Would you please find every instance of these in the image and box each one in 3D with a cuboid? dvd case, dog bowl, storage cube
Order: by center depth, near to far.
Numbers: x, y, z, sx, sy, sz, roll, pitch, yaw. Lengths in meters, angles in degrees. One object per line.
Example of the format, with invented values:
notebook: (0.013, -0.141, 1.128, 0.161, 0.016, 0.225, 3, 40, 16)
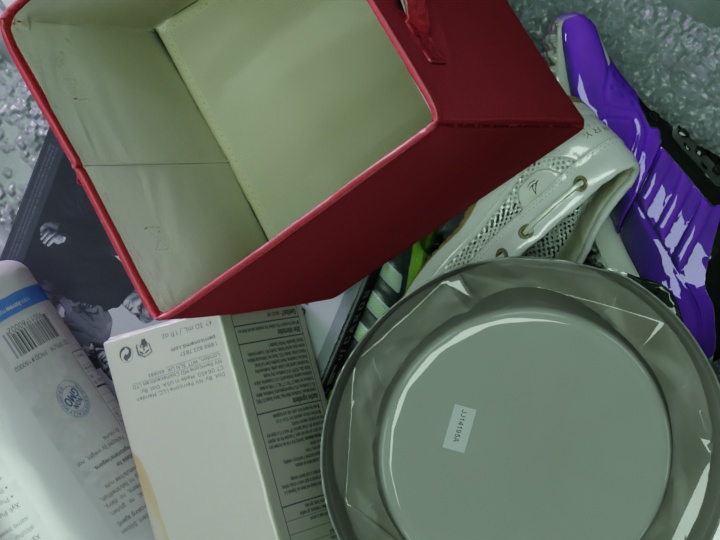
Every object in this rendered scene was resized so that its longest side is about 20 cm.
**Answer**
storage cube: (-0.031, -0.095, 1.338, 0.200, 0.180, 0.172, -35, 77, 24)
dog bowl: (0.079, 0.086, 1.365, 0.199, 0.059, 0.201, 0, 98, -3)
dvd case: (-0.097, 0.006, 1.486, 0.199, 0.025, 0.151, 28, 105, 17)

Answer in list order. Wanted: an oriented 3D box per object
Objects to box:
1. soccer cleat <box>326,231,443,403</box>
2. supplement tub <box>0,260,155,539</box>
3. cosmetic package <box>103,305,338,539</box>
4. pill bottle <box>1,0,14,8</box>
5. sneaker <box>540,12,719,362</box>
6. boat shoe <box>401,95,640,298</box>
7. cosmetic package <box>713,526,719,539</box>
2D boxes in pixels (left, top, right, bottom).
soccer cleat: (0.000, 0.000, 1.487, 0.081, 0.068, 0.201, 9, 96, 8)
supplement tub: (-0.178, 0.109, 1.455, 0.132, 0.132, 0.201, -33, 88, 7)
cosmetic package: (-0.055, 0.120, 1.408, 0.071, 0.105, 0.201, -16, 85, 22)
pill bottle: (-0.098, -0.195, 1.467, 0.200, 0.112, 0.112, -38, 87, 7)
sneaker: (0.160, -0.047, 1.469, 0.099, 0.070, 0.201, -18, 92, -1)
boat shoe: (0.075, 0.011, 1.415, 0.069, 0.071, 0.201, 43, 116, 33)
cosmetic package: (0.161, 0.121, 1.478, 0.199, 0.051, 0.083, 31, 100, 5)
